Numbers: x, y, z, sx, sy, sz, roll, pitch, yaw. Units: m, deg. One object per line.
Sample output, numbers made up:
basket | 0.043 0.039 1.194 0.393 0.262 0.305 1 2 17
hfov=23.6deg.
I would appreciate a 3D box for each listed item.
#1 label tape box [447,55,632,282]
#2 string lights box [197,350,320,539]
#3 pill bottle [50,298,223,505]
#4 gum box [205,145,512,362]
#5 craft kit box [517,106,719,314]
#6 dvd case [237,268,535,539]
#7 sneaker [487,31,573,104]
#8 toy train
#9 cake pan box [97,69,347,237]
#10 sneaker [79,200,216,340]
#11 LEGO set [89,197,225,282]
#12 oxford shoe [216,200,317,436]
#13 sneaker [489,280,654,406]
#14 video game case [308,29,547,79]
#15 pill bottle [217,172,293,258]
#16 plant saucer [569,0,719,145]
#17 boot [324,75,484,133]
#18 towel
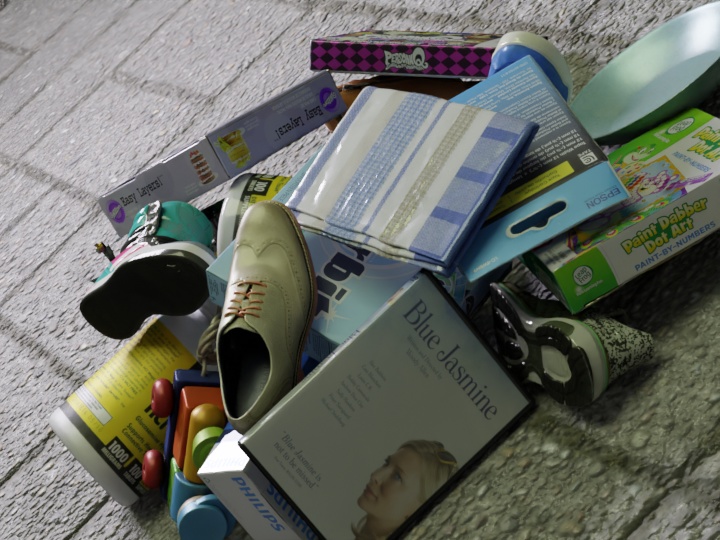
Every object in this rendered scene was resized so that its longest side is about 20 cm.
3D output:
label tape box | 0.121 -0.068 1.384 0.142 0.066 0.201 -29 45 1
string lights box | -0.044 0.125 1.445 0.059 0.103 0.201 -8 39 42
pill bottle | -0.182 0.112 1.607 0.200 0.113 0.112 -43 27 -8
gum box | 0.000 0.000 1.443 0.199 0.045 0.170 28 58 22
craft kit box | 0.222 -0.053 1.389 0.196 0.049 0.200 -27 16 -2
dvd case | 0.023 0.117 1.332 0.200 0.143 0.018 -43 14 -8
sneaker | 0.133 -0.109 1.517 0.076 0.201 0.112 18 57 11
toy train | -0.130 0.126 1.462 0.084 0.202 0.116 4 23 -15
cake pan box | -0.136 -0.112 1.668 0.199 0.053 0.184 -23 6 45
sneaker | -0.166 -0.013 1.543 0.199 0.084 0.121 -22 30 51
LEGO set | -0.158 0.017 1.699 0.198 0.155 0.116 -16 16 24
oxford shoe | -0.077 0.034 1.357 0.070 0.074 0.202 -9 70 17
sneaker | 0.166 0.053 1.364 0.088 0.078 0.200 -12 19 -18
video game case | 0.072 -0.218 1.733 0.198 0.036 0.181 5 12 21
pill bottle | -0.022 -0.024 1.566 0.198 0.113 0.113 7 42 12
plant saucer | 0.271 -0.167 1.554 0.200 0.039 0.201 -36 17 13
boot | 0.055 -0.156 1.691 0.154 0.078 0.200 -8 26 -25
towel | 0.036 -0.074 1.375 0.199 0.024 0.148 17 70 45
